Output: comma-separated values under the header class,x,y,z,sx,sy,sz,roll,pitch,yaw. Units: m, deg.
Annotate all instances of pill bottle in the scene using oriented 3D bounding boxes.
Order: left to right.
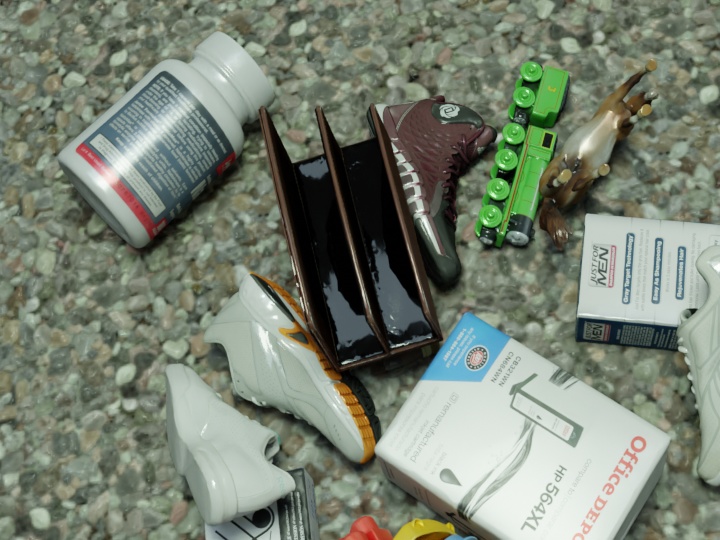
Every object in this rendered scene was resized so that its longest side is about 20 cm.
class,x,y,z,sx,sy,sz,roll,pitch,yaw
pill bottle,-0.182,-0.131,1.134,0.119,0.120,0.200,40,77,23

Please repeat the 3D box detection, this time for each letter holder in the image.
class,x,y,z,sx,sy,sz,roll,pitch,yaw
letter holder,-0.010,-0.040,0.979,0.099,0.142,0.203,-16,69,5

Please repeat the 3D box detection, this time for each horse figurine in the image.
class,x,y,z,sx,sy,sz,roll,pitch,yaw
horse figurine,0.212,-0.108,1.066,0.050,0.133,0.201,37,81,0

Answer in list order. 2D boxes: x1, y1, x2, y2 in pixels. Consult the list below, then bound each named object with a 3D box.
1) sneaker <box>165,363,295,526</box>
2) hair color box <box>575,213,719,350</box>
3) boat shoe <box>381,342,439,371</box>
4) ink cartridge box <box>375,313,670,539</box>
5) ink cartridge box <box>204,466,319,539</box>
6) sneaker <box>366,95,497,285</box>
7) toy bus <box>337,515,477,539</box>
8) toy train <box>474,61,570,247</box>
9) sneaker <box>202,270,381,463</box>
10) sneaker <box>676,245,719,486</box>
class,x,y,z,sx,sy,sz,roll,pitch,yaw
sneaker,-0.115,0.144,1.007,0.087,0.076,0.200,-9,30,-20
hair color box,0.291,0.015,1.029,0.196,0.061,0.102,6,67,10
boat shoe,0.000,0.000,1.072,0.064,0.074,0.201,-28,64,-11
ink cartridge box,0.134,0.154,0.966,0.198,0.085,0.147,30,73,20
ink cartridge box,-0.076,0.273,0.973,0.092,0.044,0.203,-10,65,5
sneaker,0.086,-0.090,1.103,0.114,0.076,0.202,-19,63,-4
toy bus,0.048,0.259,0.892,0.200,0.135,0.193,-44,54,18
toy train,0.157,-0.111,1.121,0.055,0.042,0.203,16,68,4
sneaker,-0.063,0.102,1.046,0.092,0.076,0.201,-44,68,11
sneaker,0.295,0.075,0.958,0.080,0.075,0.204,12,104,16
